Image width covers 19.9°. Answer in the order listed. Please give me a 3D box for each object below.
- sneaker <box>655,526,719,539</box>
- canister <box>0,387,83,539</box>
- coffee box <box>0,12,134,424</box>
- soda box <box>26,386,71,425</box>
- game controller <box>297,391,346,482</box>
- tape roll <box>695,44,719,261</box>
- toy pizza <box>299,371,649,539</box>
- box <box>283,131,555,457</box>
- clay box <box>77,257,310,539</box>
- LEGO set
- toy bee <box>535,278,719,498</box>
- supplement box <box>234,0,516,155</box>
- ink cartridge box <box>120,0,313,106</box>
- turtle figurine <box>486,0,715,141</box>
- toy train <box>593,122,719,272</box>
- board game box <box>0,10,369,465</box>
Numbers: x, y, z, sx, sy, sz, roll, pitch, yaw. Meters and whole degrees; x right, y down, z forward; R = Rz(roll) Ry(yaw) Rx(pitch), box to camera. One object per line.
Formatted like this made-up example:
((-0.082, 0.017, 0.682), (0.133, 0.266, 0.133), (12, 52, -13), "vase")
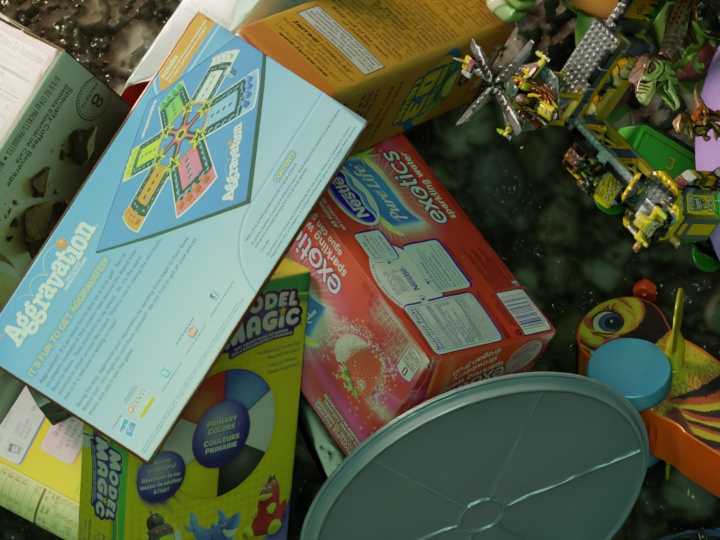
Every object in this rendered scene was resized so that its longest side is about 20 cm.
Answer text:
((0.211, 0.178, 1.147), (0.199, 0.089, 0.079), (-12, 85, 3), "sneaker")
((-0.171, 0.077, 1.188), (0.200, 0.087, 0.149), (27, 85, 5), "canister")
((-0.195, -0.017, 1.023), (0.080, 0.113, 0.200), (28, 82, 35), "coffee box")
((-0.188, -0.019, 1.126), (0.063, 0.068, 0.200), (-27, 79, -7), "soda box")
((0.029, 0.109, 1.191), (0.104, 0.042, 0.200), (-26, 84, 2), "game controller")
((0.275, -0.060, 1.120), (0.200, 0.066, 0.201), (4, 84, -38), "tape roll")
((0.060, 0.121, 1.101), (0.200, 0.200, 0.032), (-27, 47, 1), "toy pizza")
((0.000, 0.000, 1.131), (0.200, 0.100, 0.096), (53, 133, 26), "box")
((-0.088, 0.069, 1.084), (0.048, 0.115, 0.201), (28, 120, 43), "clay box")
((0.141, -0.109, 1.024), (0.200, 0.116, 0.154), (-51, 58, 32), "LEGO set")
((0.160, 0.050, 1.153), (0.200, 0.131, 0.109), (36, 55, 9), "toy bee")
((0.002, -0.112, 1.124), (0.069, 0.200, 0.067), (42, 129, 14), "supplement box")
((-0.071, -0.098, 1.157), (0.050, 0.162, 0.200), (30, 87, 19), "ink cartridge box")
((0.152, -0.149, 1.143), (0.144, 0.200, 0.194), (-31, 108, -30), "turtle figurine")
((0.218, -0.021, 1.158), (0.200, 0.042, 0.057), (28, 80, -19), "toy train")
((-0.092, -0.017, 1.004), (0.103, 0.019, 0.200), (33, 83, -2), "board game box")
